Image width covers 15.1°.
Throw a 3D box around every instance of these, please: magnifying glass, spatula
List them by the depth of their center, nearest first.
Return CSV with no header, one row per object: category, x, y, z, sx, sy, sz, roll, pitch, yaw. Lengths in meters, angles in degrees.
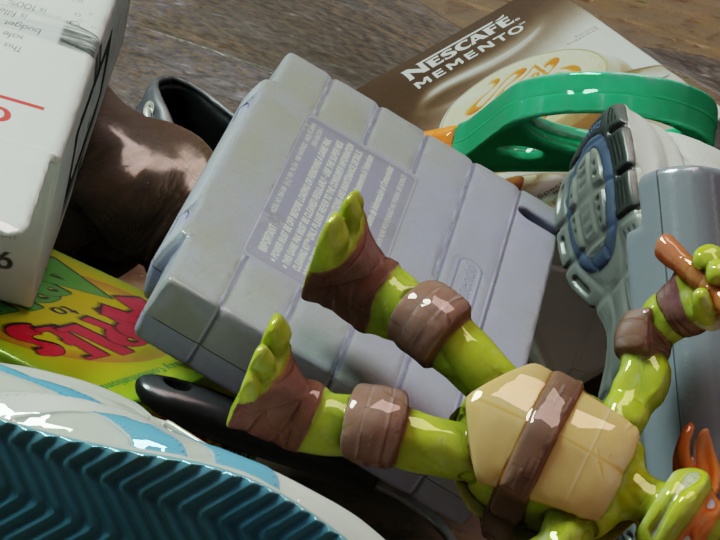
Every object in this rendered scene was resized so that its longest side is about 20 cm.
spatula,0.014,0.078,0.880,0.199,0.021,0.057,30,12,-18
magnifying glass,0.059,-0.052,1.082,0.079,0.023,0.199,16,-17,-38

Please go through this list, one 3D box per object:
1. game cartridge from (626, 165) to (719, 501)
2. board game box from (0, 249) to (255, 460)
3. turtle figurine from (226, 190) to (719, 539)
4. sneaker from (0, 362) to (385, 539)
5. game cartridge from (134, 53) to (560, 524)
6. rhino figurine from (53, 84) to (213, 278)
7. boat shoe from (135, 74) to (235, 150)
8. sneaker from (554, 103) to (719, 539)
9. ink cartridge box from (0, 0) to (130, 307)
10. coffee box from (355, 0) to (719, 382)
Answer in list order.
game cartridge,0.163,0.046,0.921,0.040,0.134,0.199,-11,-15,40
board game box,-0.139,0.021,0.933,0.199,0.048,0.101,23,18,25
turtle figurine,0.052,0.042,0.822,0.161,0.201,0.064,28,-14,6
sneaker,-0.063,0.073,0.789,0.199,0.077,0.081,22,16,15
game cartridge,0.000,0.000,0.938,0.129,0.039,0.200,27,27,-2
rhino figurine,-0.097,-0.023,1.013,0.200,0.088,0.060,37,-6,20
boat shoe,-0.043,-0.025,1.136,0.072,0.063,0.200,2,22,-38
sneaker,0.126,0.031,0.953,0.087,0.075,0.201,9,59,-20
ink cartridge box,-0.150,-0.060,0.921,0.115,0.068,0.201,14,38,-2
coffee box,0.084,-0.041,1.187,0.114,0.080,0.200,-30,28,-7
